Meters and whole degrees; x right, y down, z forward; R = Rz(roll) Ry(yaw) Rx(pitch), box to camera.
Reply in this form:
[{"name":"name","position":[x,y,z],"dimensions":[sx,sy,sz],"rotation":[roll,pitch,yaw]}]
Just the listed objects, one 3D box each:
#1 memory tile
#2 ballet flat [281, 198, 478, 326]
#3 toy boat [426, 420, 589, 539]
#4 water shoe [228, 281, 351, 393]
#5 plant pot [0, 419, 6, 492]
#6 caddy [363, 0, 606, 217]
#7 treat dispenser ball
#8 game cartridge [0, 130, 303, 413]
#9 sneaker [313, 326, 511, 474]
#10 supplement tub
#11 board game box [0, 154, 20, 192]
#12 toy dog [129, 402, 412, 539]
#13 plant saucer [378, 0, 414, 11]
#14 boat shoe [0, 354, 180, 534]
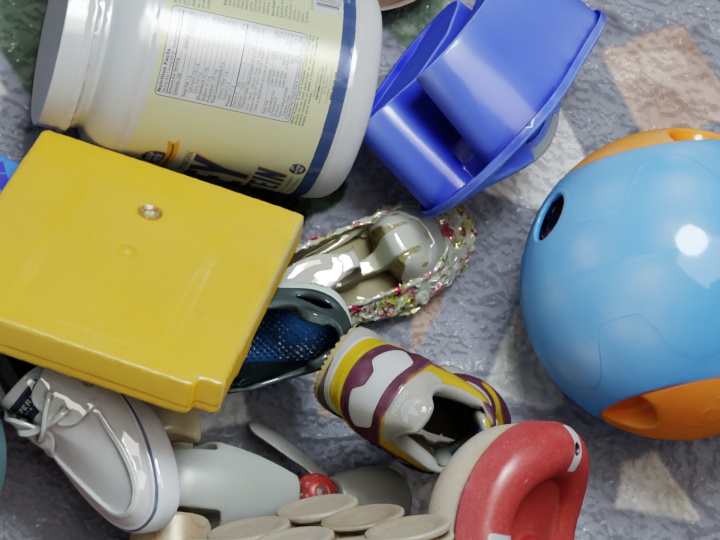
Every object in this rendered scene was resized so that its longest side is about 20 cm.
[{"name":"memory tile","position":[-0.059,0.165,1.466],"dimensions":[0.200,0.153,0.017],"rotation":[-14,100,-32]},{"name":"ballet flat","position":[0.000,0.000,1.685],"dimensions":[0.200,0.064,0.076],"rotation":[-26,79,-24]},{"name":"toy boat","position":[0.114,0.187,1.514],"dimensions":[0.130,0.130,0.201],"rotation":[-4,80,27]},{"name":"water shoe","position":[-0.105,0.045,1.592],"dimensions":[0.200,0.079,0.072],"rotation":[-13,97,4]},{"name":"plant pot","position":[-0.286,0.106,1.504],"dimensions":[0.135,0.200,0.201],"rotation":[10,66,-44]},{"name":"caddy","position":[0.086,-0.117,1.694],"dimensions":[0.105,0.141,0.200],"rotation":[44,41,-10]},{"name":"treat dispenser ball","position":[0.203,0.008,1.671],"dimensions":[0.200,0.201,0.201],"rotation":[6,70,-16]},{"name":"game cartridge","position":[-0.141,0.001,1.542],"dimensions":[0.176,0.032,0.200],"rotation":[19,36,4]},{"name":"sneaker","position":[0.052,0.099,1.605],"dimensions":[0.090,0.200,0.075],"rotation":[34,96,34]},{"name":"supplement tub","position":[-0.099,-0.133,1.655],"dimensions":[0.200,0.145,0.145],"rotation":[11,68,-14]},{"name":"board game box","position":[-0.287,-0.018,1.610],"dimensions":[0.200,0.045,0.152],"rotation":[24,66,-8]},{"name":"toy dog","position":[-0.076,0.146,1.610],"dimensions":[0.200,0.096,0.132],"rotation":[30,61,-22]},{"name":"plant saucer","position":[-0.019,-0.262,1.786],"dimensions":[0.200,0.037,0.201],"rotation":[6,69,-15]},{"name":"boat shoe","position":[-0.183,0.076,1.532],"dimensions":[0.200,0.074,0.065],"rotation":[50,30,20]}]
